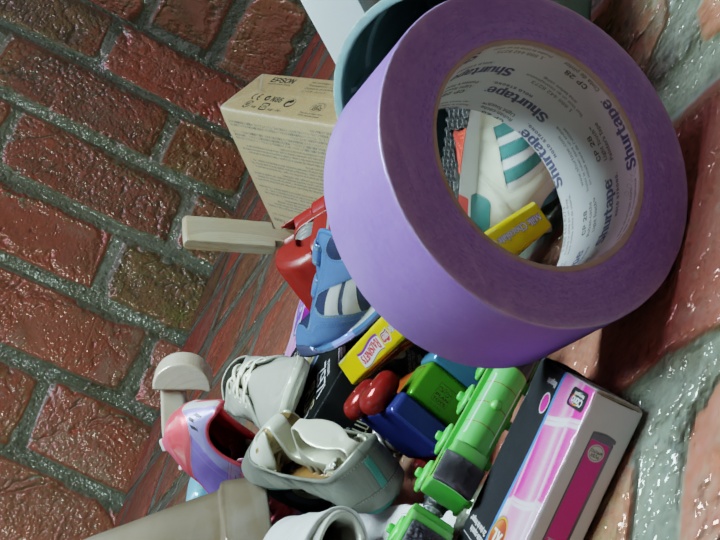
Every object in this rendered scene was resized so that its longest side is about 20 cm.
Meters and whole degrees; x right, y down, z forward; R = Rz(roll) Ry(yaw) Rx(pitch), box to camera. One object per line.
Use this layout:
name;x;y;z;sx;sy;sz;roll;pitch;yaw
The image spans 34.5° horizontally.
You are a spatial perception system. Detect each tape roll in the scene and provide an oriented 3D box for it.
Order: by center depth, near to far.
tape roll;0.084;-0.052;0.670;0.085;0.198;0.202;-39;29;61

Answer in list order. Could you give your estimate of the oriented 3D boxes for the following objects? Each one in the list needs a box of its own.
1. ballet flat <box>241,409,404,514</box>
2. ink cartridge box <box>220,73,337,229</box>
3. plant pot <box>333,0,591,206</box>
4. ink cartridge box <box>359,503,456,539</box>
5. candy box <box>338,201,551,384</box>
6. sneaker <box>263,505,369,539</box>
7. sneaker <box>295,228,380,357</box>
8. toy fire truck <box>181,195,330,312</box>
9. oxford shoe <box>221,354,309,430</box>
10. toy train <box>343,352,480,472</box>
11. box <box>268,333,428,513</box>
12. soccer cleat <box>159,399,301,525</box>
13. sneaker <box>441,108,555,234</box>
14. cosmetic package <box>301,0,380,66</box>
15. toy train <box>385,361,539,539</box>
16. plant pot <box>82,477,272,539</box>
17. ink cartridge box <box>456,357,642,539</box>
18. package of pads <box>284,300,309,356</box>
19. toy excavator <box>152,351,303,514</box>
ballet flat;-0.041;0.135;0.888;0.067;0.064;0.199;-46;26;-26
ink cartridge box;-0.035;-0.110;1.201;0.198;0.166;0.075;16;50;45
plant pot;0.099;-0.177;0.920;0.201;0.198;0.197;-55;8;41
ink cartridge box;0.012;0.247;0.808;0.199;0.050;0.164;-25;41;58
candy box;0.055;0.021;0.836;0.102;0.027;0.200;-34;-8;-27
sneaker;-0.056;0.253;0.790;0.115;0.073;0.202;-38;28;58
sneaker;0.000;0.000;0.877;0.074;0.083;0.200;-31;-9;-41
toy fire truck;-0.050;-0.027;1.017;0.198;0.129;0.177;-31;23;17
oxford shoe;-0.091;0.108;1.055;0.076;0.057;0.200;-66;13;-11
toy train;0.051;0.086;0.874;0.116;0.084;0.200;-51;1;-13
box;-0.008;0.101;1.052;0.165;0.085;0.201;-59;13;25
soccer cleat;-0.101;0.196;1.064;0.076;0.201;0.067;-22;27;35
sneaker;0.110;-0.103;0.812;0.071;0.092;0.202;-101;12;-54
cosmetic package;0.033;-0.173;1.053;0.051;0.202;0.151;-29;0;18
toy train;0.060;0.122;0.717;0.201;0.041;0.057;-58;-4;-28
plant pot;-0.155;0.280;0.958;0.200;0.171;0.204;175;90;-83
ink cartridge box;0.088;0.153;0.655;0.095;0.037;0.203;-148;80;-79
package of pads;-0.020;0.029;1.275;0.121;0.075;0.202;-54;16;48
toy excavator;-0.143;0.204;1.164;0.196;0.198;0.100;-63;13;12
